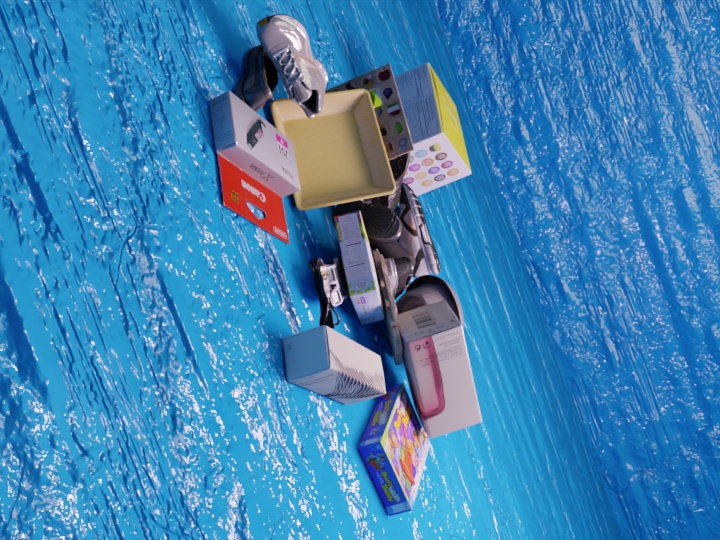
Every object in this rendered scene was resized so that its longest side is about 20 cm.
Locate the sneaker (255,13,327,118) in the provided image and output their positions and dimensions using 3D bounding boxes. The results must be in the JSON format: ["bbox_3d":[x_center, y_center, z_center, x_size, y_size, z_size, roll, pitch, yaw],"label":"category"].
[{"bbox_3d":[-0.106,-0.332,1.377,0.200,0.074,0.094,44,34,-53],"label":"sneaker"}]

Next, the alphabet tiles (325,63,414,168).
[{"bbox_3d":[-0.012,-0.268,1.549,0.008,0.196,0.171,9,64,-70],"label":"alphabet tiles"}]

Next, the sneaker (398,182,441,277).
[{"bbox_3d":[0.102,-0.081,1.735,0.074,0.078,0.205,13,60,-72],"label":"sneaker"}]

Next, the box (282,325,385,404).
[{"bbox_3d":[-0.037,0.150,1.292,0.199,0.081,0.070,33,43,-57],"label":"box"}]

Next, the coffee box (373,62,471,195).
[{"bbox_3d":[0.127,-0.321,1.968,0.199,0.194,0.204,39,37,-55],"label":"coffee box"}]

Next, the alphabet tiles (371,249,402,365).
[{"bbox_3d":[0.049,0.068,1.557,0.197,0.014,0.204,87,-9,-62],"label":"alphabet tiles"}]

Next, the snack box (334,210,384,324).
[{"bbox_3d":[0.000,0.000,1.478,0.200,0.052,0.146,71,8,-72],"label":"snack box"}]

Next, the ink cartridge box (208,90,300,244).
[{"bbox_3d":[-0.156,-0.156,1.302,0.199,0.043,0.178,32,42,-60],"label":"ink cartridge box"}]

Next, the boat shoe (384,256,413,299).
[{"bbox_3d":[0.070,0.020,1.625,0.200,0.055,0.070,95,-18,-77],"label":"boat shoe"}]

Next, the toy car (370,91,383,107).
[{"bbox_3d":[-0.006,-0.239,1.704,0.164,0.155,0.205,30,73,-56],"label":"toy car"}]

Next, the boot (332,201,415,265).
[{"bbox_3d":[0.053,-0.051,1.621,0.066,0.163,0.200,-53,139,-11],"label":"boot"}]

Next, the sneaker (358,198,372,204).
[{"bbox_3d":[-0.018,-0.226,1.592,0.203,0.087,0.076,59,6,4],"label":"sneaker"}]

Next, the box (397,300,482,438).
[{"bbox_3d":[0.140,0.180,1.537,0.128,0.106,0.204,-118,-167,-70],"label":"box"}]

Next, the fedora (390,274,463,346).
[{"bbox_3d":[0.115,0.110,1.648,0.089,0.202,0.178,-9,48,-40],"label":"fedora"}]

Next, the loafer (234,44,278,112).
[{"bbox_3d":[-0.160,-0.327,1.412,0.072,0.062,0.202,57,24,-33],"label":"loafer"}]

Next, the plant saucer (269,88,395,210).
[{"bbox_3d":[-0.054,-0.211,1.488,0.196,0.048,0.205,-12,82,-25],"label":"plant saucer"}]

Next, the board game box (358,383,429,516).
[{"bbox_3d":[0.063,0.308,1.464,0.137,0.044,0.200,66,21,-14],"label":"board game box"}]

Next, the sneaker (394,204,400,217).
[{"bbox_3d":[0.066,-0.106,1.790,0.077,0.078,0.205,5,69,-68],"label":"sneaker"}]

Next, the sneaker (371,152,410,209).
[{"bbox_3d":[0.054,-0.167,1.685,0.104,0.059,0.204,-49,158,-74],"label":"sneaker"}]

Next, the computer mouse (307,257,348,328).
[{"bbox_3d":[-0.054,0.028,1.378,0.200,0.043,0.112,-49,124,-81],"label":"computer mouse"}]
